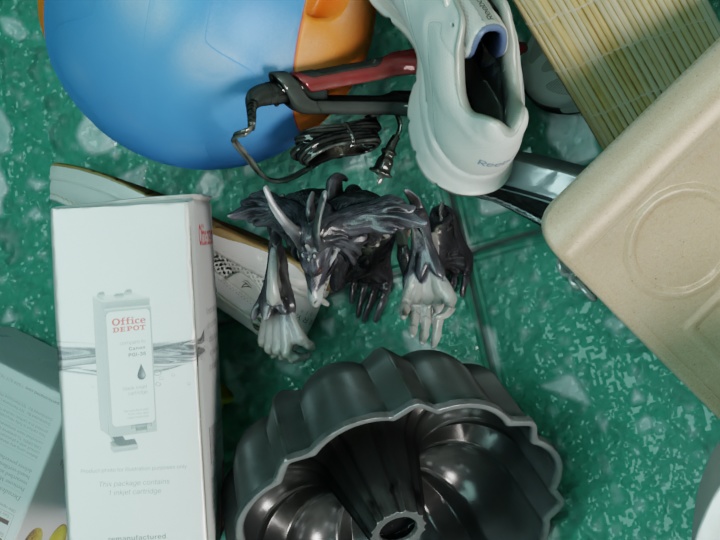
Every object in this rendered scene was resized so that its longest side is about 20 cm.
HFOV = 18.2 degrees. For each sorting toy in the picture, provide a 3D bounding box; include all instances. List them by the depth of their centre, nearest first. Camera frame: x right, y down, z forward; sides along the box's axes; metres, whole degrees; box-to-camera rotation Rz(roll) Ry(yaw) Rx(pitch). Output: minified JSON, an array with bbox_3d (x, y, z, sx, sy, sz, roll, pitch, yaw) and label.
[{"bbox_3d":[0.221,-0.025,1.222,0.185,0.036,0.200,-44,113,6],"label":"sorting toy"}]

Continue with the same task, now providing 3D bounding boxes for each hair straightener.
[{"bbox_3d":[0.011,-0.083,1.273,0.041,0.199,0.077,22,119,49],"label":"hair straightener"}]

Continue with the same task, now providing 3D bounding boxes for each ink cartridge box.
[{"bbox_3d":[-0.123,0.059,1.284,0.082,0.147,0.201,-3,91,0],"label":"ink cartridge box"}]

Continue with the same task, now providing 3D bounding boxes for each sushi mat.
[{"bbox_3d":[0.151,-0.124,1.237,0.095,0.200,0.012,-21,47,17],"label":"sushi mat"}]

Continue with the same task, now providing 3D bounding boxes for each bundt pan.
[{"bbox_3d":[0.010,0.121,1.277,0.202,0.202,0.076,-39,45,15],"label":"bundt pan"}]

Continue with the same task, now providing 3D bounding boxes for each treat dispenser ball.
[{"bbox_3d":[-0.090,-0.160,1.321,0.200,0.201,0.202,-2,86,21],"label":"treat dispenser ball"}]

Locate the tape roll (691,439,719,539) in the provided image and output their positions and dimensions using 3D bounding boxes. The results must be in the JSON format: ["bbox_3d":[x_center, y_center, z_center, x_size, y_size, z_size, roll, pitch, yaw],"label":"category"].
[{"bbox_3d":[0.270,0.153,1.166,0.201,0.139,0.204,1,96,10],"label":"tape roll"}]

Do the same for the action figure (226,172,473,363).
[{"bbox_3d":[0.000,0.000,1.275,0.118,0.200,0.103,-3,85,21],"label":"action figure"}]

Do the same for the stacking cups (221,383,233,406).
[{"bbox_3d":[-0.149,0.153,1.400,0.060,0.060,0.201,30,98,21],"label":"stacking cups"}]

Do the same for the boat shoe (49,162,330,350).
[{"bbox_3d":[-0.117,-0.007,1.391,0.199,0.071,0.070,25,94,20],"label":"boat shoe"}]

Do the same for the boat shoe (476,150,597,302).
[{"bbox_3d":[0.142,-0.018,1.291,0.198,0.074,0.068,18,99,6],"label":"boat shoe"}]

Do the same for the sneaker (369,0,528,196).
[{"bbox_3d":[0.052,-0.145,1.231,0.074,0.087,0.201,-16,80,-21],"label":"sneaker"}]

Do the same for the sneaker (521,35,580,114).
[{"bbox_3d":[0.155,-0.169,1.269,0.200,0.115,0.076,-40,73,17],"label":"sneaker"}]

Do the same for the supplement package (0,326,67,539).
[{"bbox_3d":[-0.236,0.147,1.405,0.109,0.114,0.201,24,97,18],"label":"supplement package"}]
